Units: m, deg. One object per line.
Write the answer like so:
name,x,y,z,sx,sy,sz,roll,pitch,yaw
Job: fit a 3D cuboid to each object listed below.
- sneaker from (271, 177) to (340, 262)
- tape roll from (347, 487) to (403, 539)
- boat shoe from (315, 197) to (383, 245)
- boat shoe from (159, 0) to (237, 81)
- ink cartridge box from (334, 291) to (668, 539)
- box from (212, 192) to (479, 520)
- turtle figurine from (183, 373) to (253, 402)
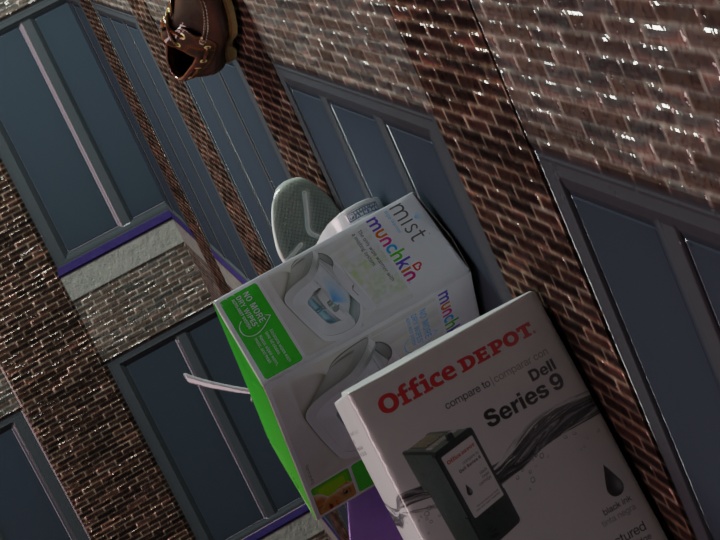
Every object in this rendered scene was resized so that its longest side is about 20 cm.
sneaker,-0.030,0.007,1.695,0.202,0.070,0.080,63,173,-4
tape roll,0.041,0.204,1.558,0.200,0.084,0.203,-5,-90,-83
boat shoe,0.000,0.000,1.528,0.068,0.071,0.200,62,164,10
boat shoe,-0.159,-0.235,1.719,0.071,0.070,0.200,61,169,15
ink cartridge box,0.091,0.136,1.154,0.201,0.145,0.084,61,171,4
box,0.001,0.067,1.357,0.097,0.175,0.201,55,168,36
turtle figurine,-0.035,0.112,1.811,0.195,0.200,0.143,53,-158,24
